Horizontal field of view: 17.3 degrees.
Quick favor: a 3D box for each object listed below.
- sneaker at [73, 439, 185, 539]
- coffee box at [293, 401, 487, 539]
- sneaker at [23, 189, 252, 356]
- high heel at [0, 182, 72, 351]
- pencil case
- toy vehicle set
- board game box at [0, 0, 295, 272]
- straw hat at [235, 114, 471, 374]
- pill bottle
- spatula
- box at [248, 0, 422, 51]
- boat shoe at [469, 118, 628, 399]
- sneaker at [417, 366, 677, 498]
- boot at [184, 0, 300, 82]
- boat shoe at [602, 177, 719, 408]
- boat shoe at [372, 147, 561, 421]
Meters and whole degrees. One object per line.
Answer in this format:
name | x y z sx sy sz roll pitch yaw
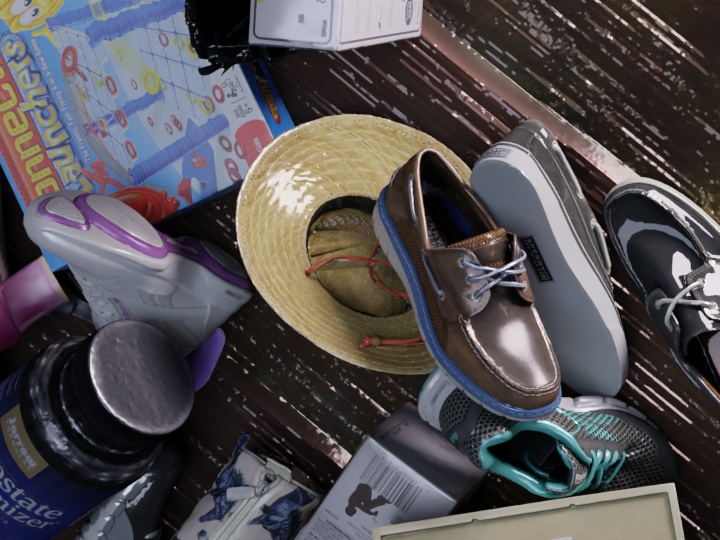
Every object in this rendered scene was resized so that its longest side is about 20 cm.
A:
sneaker | -0.155 0.221 1.718 0.115 0.075 0.200 39 117 3
coffee box | -0.003 0.201 1.641 0.080 0.113 0.200 36 107 8
sneaker | -0.162 0.011 1.619 0.100 0.200 0.075 -50 47 13
high heel | -0.295 -0.036 1.706 0.096 0.067 0.200 -30 93 2
pencil case | -0.109 0.214 1.651 0.078 0.089 0.200 33 82 23
toy vehicle set | 0.114 0.213 1.515 0.200 0.027 0.124 -9 76 4
board game box | -0.170 -0.129 1.670 0.196 0.056 0.200 -25 91 18
straw hat | 0.000 0.000 1.620 0.201 0.201 0.085 40 150 7
pill bottle | -0.204 0.112 1.632 0.200 0.112 0.112 -36 87 42
spatula | -0.196 0.032 1.719 0.200 0.021 0.057 22 89 15
box | -0.011 -0.206 1.535 0.060 0.200 0.117 6 101 15
boat shoe | 0.141 -0.007 1.587 0.071 0.064 0.200 0 123 41
sneaker | 0.133 0.124 1.562 0.200 0.091 0.078 17 111 -27
boot | -0.076 -0.225 1.571 0.073 0.162 0.198 -5 97 16
boat shoe | 0.228 0.024 1.571 0.072 0.068 0.200 -35 86 20
boat shoe | 0.070 0.007 1.525 0.200 0.072 0.072 56 146 27
